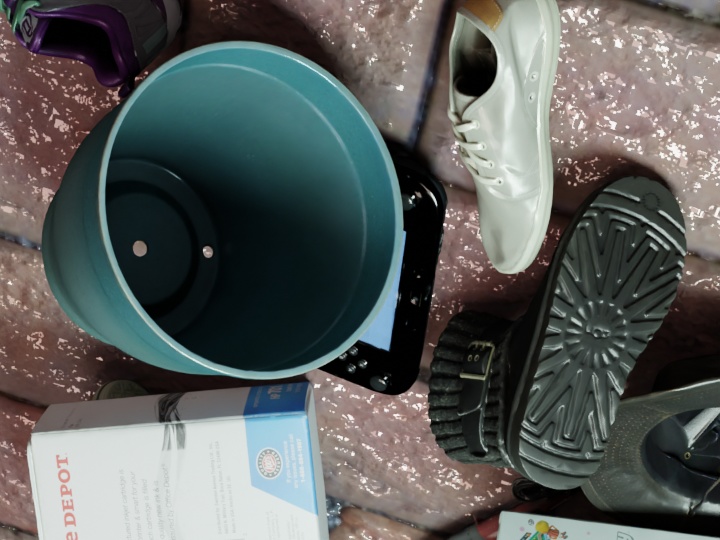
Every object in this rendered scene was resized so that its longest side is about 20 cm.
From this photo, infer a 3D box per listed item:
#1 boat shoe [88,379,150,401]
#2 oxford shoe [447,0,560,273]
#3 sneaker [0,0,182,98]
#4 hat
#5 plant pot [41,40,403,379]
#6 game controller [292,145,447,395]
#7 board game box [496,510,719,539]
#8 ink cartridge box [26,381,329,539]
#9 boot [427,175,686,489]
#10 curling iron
[{"bbox_3d":[-0.149,0.171,1.398,0.062,0.075,0.200,-28,108,38],"label":"boat shoe"},{"bbox_3d":[0.080,-0.085,1.088,0.075,0.058,0.200,46,146,46],"label":"oxford shoe"},{"bbox_3d":[-0.209,-0.183,1.108,0.200,0.088,0.074,28,133,-4],"label":"sneaker"},{"bbox_3d":[0.243,0.101,1.187,0.200,0.081,0.201,5,141,4],"label":"hat"},{"bbox_3d":[-0.105,-0.024,1.133,0.200,0.200,0.188,43,154,-17],"label":"plant pot"},{"bbox_3d":[0.000,0.000,1.217,0.104,0.042,0.200,15,131,8],"label":"game controller"},{"bbox_3d":[0.197,0.216,1.252,0.200,0.064,0.148,6,166,11],"label":"board game box"},{"bbox_3d":[-0.128,0.167,1.311,0.200,0.086,0.147,-4,104,4],"label":"ink cartridge box"},{"bbox_3d":[0.119,0.035,1.170,0.079,0.211,0.158,26,176,-18],"label":"boot"},{"bbox_3d":[0.091,0.188,1.352,0.050,0.026,0.200,40,130,-13],"label":"curling iron"}]
